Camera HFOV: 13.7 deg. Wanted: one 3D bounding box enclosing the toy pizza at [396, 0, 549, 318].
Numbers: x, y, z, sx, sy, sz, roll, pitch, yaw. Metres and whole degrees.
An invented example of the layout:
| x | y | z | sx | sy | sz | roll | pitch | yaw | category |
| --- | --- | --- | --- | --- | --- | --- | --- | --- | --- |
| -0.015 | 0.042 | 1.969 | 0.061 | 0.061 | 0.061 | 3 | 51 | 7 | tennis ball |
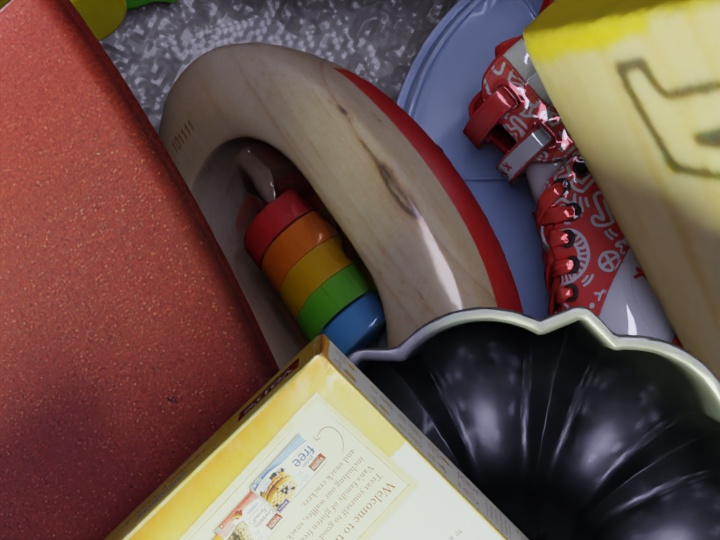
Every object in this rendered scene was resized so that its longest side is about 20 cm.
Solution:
| x | y | z | sx | sy | sz | roll | pitch | yaw | category |
| --- | --- | --- | --- | --- | --- | --- | --- | --- | --- |
| 0.108 | -0.034 | 1.186 | 0.200 | 0.032 | 0.201 | 2 | 78 | -8 | toy pizza |

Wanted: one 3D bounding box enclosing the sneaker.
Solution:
| x | y | z | sx | sy | sz | roll | pitch | yaw | category |
| --- | --- | --- | --- | --- | --- | --- | --- | --- | --- |
| 0.082 | -0.018 | 1.130 | 0.108 | 0.067 | 0.202 | 21 | 73 | -2 | sneaker |

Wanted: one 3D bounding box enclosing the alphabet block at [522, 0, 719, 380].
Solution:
| x | y | z | sx | sy | sz | roll | pitch | yaw | category |
| --- | --- | --- | --- | --- | --- | --- | --- | --- | --- |
| 0.212 | -0.057 | 1.046 | 0.195 | 0.196 | 0.200 | -42 | 111 | -35 | alphabet block |

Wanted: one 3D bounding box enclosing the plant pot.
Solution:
| x | y | z | sx | sy | sz | roll | pitch | yaw | category |
| --- | --- | --- | --- | --- | --- | --- | --- | --- | --- |
| -0.138 | 0.037 | 1.065 | 0.200 | 0.200 | 0.176 | -45 | 98 | -14 | plant pot |

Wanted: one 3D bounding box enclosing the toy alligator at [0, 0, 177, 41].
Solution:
| x | y | z | sx | sy | sz | roll | pitch | yaw | category |
| --- | --- | --- | --- | --- | --- | --- | --- | --- | --- |
| -0.153 | -0.116 | 1.127 | 0.200 | 0.054 | 0.059 | 12 | 39 | -46 | toy alligator |

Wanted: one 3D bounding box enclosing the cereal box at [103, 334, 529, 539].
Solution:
| x | y | z | sx | sy | sz | roll | pitch | yaw | category |
| --- | --- | --- | --- | --- | --- | --- | --- | --- | --- |
| 0.006 | 0.141 | 0.975 | 0.144 | 0.040 | 0.200 | -43 | 97 | 7 | cereal box |

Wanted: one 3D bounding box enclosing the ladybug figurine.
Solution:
| x | y | z | sx | sy | sz | roll | pitch | yaw | category |
| --- | --- | --- | --- | --- | --- | --- | --- | --- | --- |
| 0.000 | 0.000 | 1.121 | 0.072 | 0.136 | 0.200 | -18 | 69 | -41 | ladybug figurine |

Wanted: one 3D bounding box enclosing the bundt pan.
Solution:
| x | y | z | sx | sy | sz | roll | pitch | yaw | category |
| --- | --- | --- | --- | --- | --- | --- | --- | --- | --- |
| 0.055 | 0.105 | 1.026 | 0.201 | 0.076 | 0.202 | 0 | 98 | 2 | bundt pan |
